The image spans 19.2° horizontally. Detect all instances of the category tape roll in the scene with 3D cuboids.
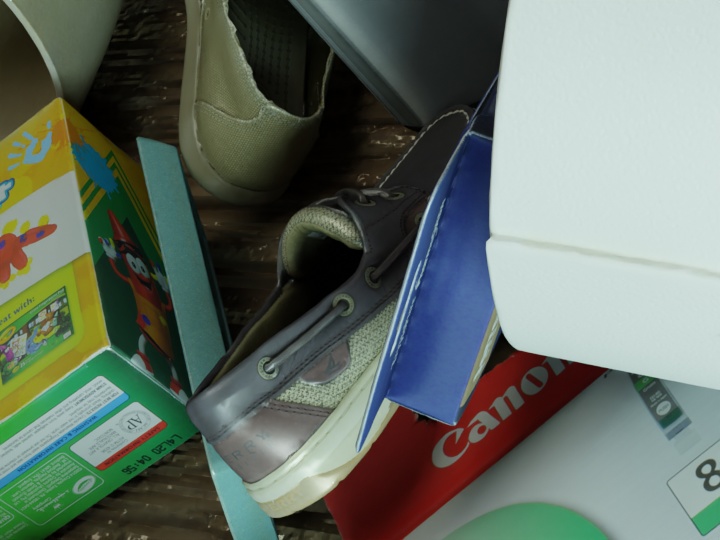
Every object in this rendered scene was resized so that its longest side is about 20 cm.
[{"bbox_3d":[0.130,-0.062,0.612,0.139,0.203,0.203,10,63,15],"label":"tape roll"}]

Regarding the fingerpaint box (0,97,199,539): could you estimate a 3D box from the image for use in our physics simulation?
[{"bbox_3d":[-0.175,0.047,0.942,0.200,0.073,0.167,-35,42,15],"label":"fingerpaint box"}]

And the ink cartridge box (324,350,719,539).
[{"bbox_3d":[0.058,0.068,0.721,0.161,0.050,0.200,-40,42,9],"label":"ink cartridge box"}]

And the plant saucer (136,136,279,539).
[{"bbox_3d":[-0.062,0.029,0.864,0.019,0.070,0.200,-16,44,-1],"label":"plant saucer"}]

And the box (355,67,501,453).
[{"bbox_3d":[0.053,-0.034,0.722,0.032,0.121,0.200,22,43,7],"label":"box"}]

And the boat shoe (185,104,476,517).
[{"bbox_3d":[0.000,0.000,0.799,0.072,0.065,0.200,-20,31,50],"label":"boat shoe"}]

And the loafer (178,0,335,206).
[{"bbox_3d":[-0.039,-0.128,0.936,0.067,0.076,0.201,-27,62,49],"label":"loafer"}]

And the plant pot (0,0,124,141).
[{"bbox_3d":[-0.186,-0.175,1.070,0.187,0.187,0.200,-8,41,38],"label":"plant pot"}]

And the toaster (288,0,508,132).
[{"bbox_3d":[0.054,-0.171,0.875,0.200,0.119,0.181,-24,45,27],"label":"toaster"}]
